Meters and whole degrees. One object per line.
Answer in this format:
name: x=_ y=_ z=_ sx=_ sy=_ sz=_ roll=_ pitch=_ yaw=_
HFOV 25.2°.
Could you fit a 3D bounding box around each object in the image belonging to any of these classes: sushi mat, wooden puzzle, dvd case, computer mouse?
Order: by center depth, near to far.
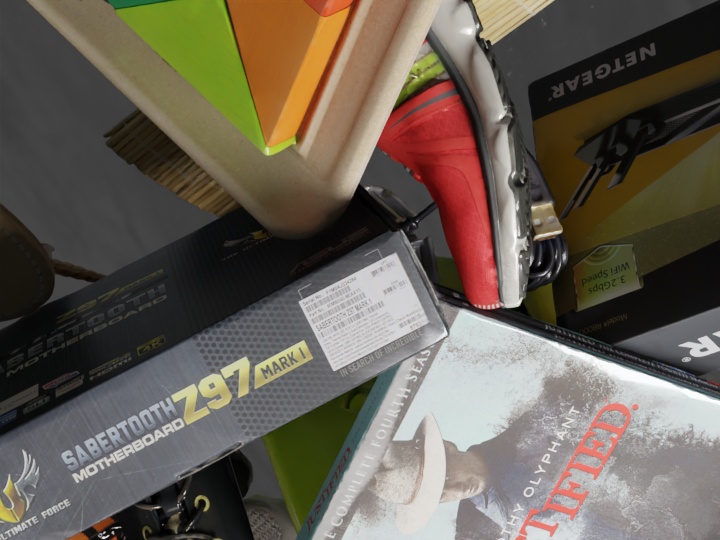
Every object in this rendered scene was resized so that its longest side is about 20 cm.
wooden puzzle: x=-0.049 y=-0.133 z=0.554 sx=0.037 sy=0.185 sz=0.200 roll=-28 pitch=155 yaw=-45
dvd case: x=0.088 y=0.098 z=0.700 sx=0.200 sy=0.022 sz=0.146 roll=21 pitch=111 yaw=-16
sushi mat: x=-0.015 y=-0.093 z=0.732 sx=0.200 sy=0.012 sz=0.096 roll=-35 pitch=138 yaw=23
computer mouse: x=0.000 y=0.000 z=0.748 sx=0.200 sy=0.110 sz=0.044 roll=-33 pitch=158 yaw=16

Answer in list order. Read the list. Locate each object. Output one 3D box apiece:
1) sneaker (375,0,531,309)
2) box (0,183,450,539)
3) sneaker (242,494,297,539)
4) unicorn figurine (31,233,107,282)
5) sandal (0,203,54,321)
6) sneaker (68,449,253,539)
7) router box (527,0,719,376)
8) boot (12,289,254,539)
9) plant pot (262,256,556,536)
sneaker: x=0.014 y=-0.074 z=0.651 sx=0.085 sy=0.200 sz=0.077 roll=-20 pitch=179 yaw=9
box: x=-0.076 y=0.032 z=0.638 sx=0.200 sy=0.158 sz=0.051 roll=-27 pitch=105 yaw=-3
sneaker: x=-0.049 y=0.189 z=1.017 sx=0.105 sy=0.076 sz=0.200 roll=-4 pitch=156 yaw=-29
unicorn figurine: x=-0.222 y=0.002 z=0.723 sx=0.200 sy=0.074 sz=0.137 roll=-32 pitch=150 yaw=-8
sandal: x=-0.201 y=-0.011 z=0.608 sx=0.078 sy=0.070 sz=0.212 roll=-29 pitch=135 yaw=19
sneaker: x=-0.156 y=0.158 z=0.926 sx=0.200 sy=0.090 sz=0.070 roll=-11 pitch=141 yaw=-5
router box: x=0.177 y=-0.047 z=0.708 sx=0.200 sy=0.157 sz=0.052 roll=-23 pitch=142 yaw=27
boot: x=-0.098 y=0.099 z=0.788 sx=0.073 sy=0.154 sz=0.204 roll=-23 pitch=160 yaw=-1
plant pot: x=0.054 y=0.102 z=0.852 sx=0.181 sy=0.200 sz=0.199 roll=-23 pitch=141 yaw=-2
